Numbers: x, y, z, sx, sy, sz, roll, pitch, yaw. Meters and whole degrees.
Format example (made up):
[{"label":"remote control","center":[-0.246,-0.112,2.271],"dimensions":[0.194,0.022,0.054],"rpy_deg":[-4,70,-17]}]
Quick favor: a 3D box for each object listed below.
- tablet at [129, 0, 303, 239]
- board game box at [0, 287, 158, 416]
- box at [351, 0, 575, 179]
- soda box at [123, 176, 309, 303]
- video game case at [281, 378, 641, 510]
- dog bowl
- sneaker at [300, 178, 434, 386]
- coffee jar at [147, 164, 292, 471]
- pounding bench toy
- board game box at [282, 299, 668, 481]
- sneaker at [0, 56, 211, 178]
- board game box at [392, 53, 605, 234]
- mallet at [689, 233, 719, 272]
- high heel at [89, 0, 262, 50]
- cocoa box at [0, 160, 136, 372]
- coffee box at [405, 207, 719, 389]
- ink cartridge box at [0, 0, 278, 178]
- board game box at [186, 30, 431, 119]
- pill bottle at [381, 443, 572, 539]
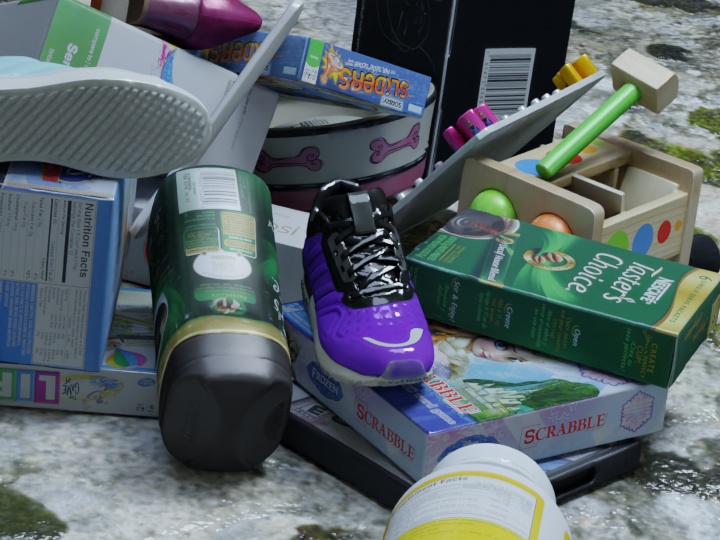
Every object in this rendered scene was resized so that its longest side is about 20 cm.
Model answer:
[{"label":"tablet","center":[-0.102,-0.108,1.707],"dimensions":[0.014,0.201,0.130],"rpy_deg":[36,1,-5]},{"label":"board game box","center":[-0.233,0.049,1.656],"dimensions":[0.198,0.034,0.135],"rpy_deg":[5,24,-3]},{"label":"box","center":[0.083,-0.198,2.082],"dimensions":[0.123,0.201,0.197],"rpy_deg":[-3,26,-24]},{"label":"soda box","center":[-0.101,-0.016,1.799],"dimensions":[0.199,0.064,0.068],"rpy_deg":[13,25,18]},{"label":"video game case","center":[0.056,0.107,1.605],"dimensions":[0.180,0.026,0.199],"rpy_deg":[-16,32,-41]},{"label":"dog bowl","center":[-0.033,-0.106,1.965],"dimensions":[0.198,0.074,0.200],"rpy_deg":[-5,18,2]},{"label":"sneaker","center":[-0.001,0.000,1.571],"dimensions":[0.069,0.100,0.200],"rpy_deg":[-4,26,-14]},{"label":"coffee jar","center":[-0.094,0.032,1.583],"dimensions":[0.085,0.105,0.201],"rpy_deg":[3,45,-12]},{"label":"pounding bench toy","center":[0.158,-0.055,1.777],"dimensions":[0.124,0.201,0.155],"rpy_deg":[24,29,35]},{"label":"board game box","center":[0.070,0.065,1.619],"dimensions":[0.198,0.041,0.200],"rpy_deg":[-10,29,-33]},{"label":"sneaker","center":[-0.197,-0.111,1.559],"dimensions":[0.198,0.074,0.082],"rpy_deg":[5,30,-12]},{"label":"board game box","center":[0.075,-0.084,1.862],"dimensions":[0.026,0.200,0.200],"rpy_deg":[54,37,5]},{"label":"mallet","center":[0.198,-0.027,1.936],"dimensions":[0.066,0.041,0.199],"rpy_deg":[-18,28,-38]},{"label":"high heel","center":[-0.149,-0.197,1.851],"dimensions":[0.095,0.068,0.200],"rpy_deg":[9,9,-22]},{"label":"cocoa box","center":[-0.224,-0.036,1.638],"dimensions":[0.130,0.134,0.200],"rpy_deg":[7,24,-2]},{"label":"coffee box","center":[0.139,0.015,1.643],"dimensions":[0.199,0.044,0.123],"rpy_deg":[17,25,20]},{"label":"ink cartridge box","center":[-0.185,-0.130,1.822],"dimensions":[0.199,0.085,0.144],"rpy_deg":[23,-10,-30]},{"label":"board game box","center":[-0.061,-0.158,1.864],"dimensions":[0.135,0.035,0.199],"rpy_deg":[14,-1,-42]},{"label":"pill bottle","center":[0.062,0.178,1.340],"dimensions":[0.111,0.113,0.200],"rpy_deg":[9,24,7]}]
